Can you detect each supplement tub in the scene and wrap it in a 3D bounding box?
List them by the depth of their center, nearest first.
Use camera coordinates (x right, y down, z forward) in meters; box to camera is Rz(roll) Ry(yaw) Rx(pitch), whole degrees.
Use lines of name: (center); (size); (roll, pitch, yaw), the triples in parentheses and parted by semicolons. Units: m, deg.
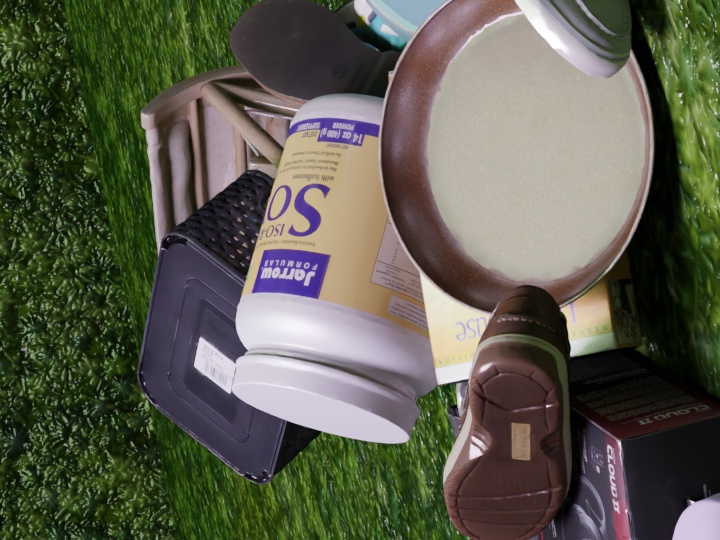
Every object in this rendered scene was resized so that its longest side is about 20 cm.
supplement tub: (0.000, 0.000, 1.644); (0.145, 0.145, 0.201); (134, 152, -74)

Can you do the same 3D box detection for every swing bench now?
swing bench: (-0.057, -0.038, 1.931); (0.199, 0.130, 0.200); (27, 137, 30)

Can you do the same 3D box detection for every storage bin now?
storage bin: (-0.077, 0.043, 1.827); (0.135, 0.094, 0.201); (36, 141, 17)

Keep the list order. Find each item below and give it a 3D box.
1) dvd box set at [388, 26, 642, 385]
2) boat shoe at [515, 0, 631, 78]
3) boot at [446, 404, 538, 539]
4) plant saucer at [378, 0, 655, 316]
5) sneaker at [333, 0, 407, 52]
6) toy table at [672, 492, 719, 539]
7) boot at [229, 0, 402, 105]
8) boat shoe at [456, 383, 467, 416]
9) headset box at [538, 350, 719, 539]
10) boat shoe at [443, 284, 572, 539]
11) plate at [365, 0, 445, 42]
dvd box set: (0.091, -0.040, 1.516); (0.146, 0.029, 0.201); (-13, 84, 42)
boat shoe: (0.115, -0.204, 1.395); (0.068, 0.072, 0.201); (-41, 52, 38)
boot: (0.103, 0.157, 1.759); (0.200, 0.069, 0.133); (-165, 61, -73)
plant saucer: (0.096, -0.073, 1.468); (0.199, 0.032, 0.202); (2, 93, 40)
sneaker: (0.029, -0.166, 1.761); (0.080, 0.077, 0.200); (64, 168, -1)
toy table: (0.189, 0.225, 1.311); (0.201, 0.117, 0.184); (61, 145, 21)
boot: (-0.009, -0.129, 1.742); (0.199, 0.074, 0.075); (28, 168, 34)
boat shoe: (0.099, 0.031, 1.676); (0.072, 0.062, 0.201); (-120, 22, -48)
headset box: (0.166, 0.141, 1.482); (0.200, 0.077, 0.150); (-149, 47, -70)
boat shoe: (0.093, 0.084, 1.459); (0.203, 0.074, 0.075); (100, -179, -53)
plate: (0.034, -0.213, 1.604); (0.200, 0.026, 0.201); (34, 146, 28)
